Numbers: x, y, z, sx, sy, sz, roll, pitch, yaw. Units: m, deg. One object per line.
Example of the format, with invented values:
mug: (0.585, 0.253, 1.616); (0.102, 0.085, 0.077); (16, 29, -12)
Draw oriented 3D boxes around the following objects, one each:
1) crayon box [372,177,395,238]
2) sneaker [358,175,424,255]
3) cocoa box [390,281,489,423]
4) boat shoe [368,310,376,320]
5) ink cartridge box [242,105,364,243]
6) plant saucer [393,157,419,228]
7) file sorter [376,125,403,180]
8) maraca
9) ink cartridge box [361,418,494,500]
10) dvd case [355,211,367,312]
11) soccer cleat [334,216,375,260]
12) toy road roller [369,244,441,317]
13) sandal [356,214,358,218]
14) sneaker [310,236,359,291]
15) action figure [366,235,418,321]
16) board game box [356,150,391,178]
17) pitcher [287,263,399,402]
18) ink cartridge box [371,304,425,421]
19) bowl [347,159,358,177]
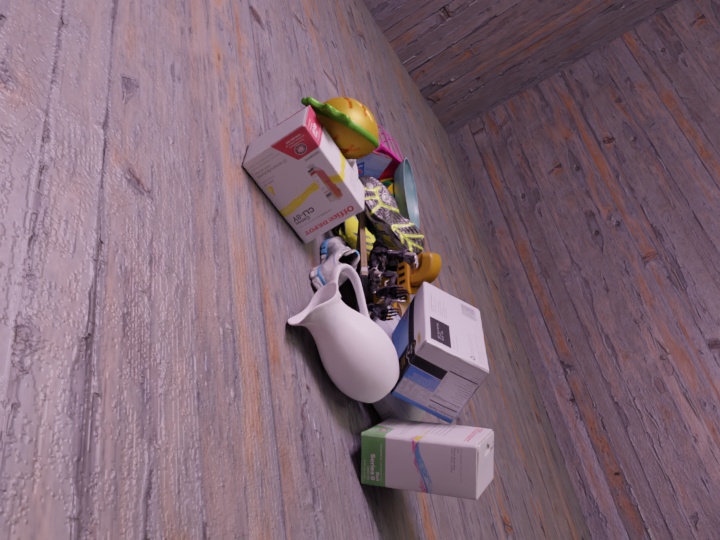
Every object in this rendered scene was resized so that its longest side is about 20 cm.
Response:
crayon box: (0.074, -0.123, 1.582); (0.173, 0.057, 0.206); (-54, 136, -70)
sneaker: (0.047, -0.104, 1.274); (0.075, 0.076, 0.202); (-38, 93, -31)
cocoa box: (0.139, 0.145, 1.120); (0.131, 0.133, 0.201); (26, 27, -9)
boat shoe: (0.076, 0.162, 1.287); (0.204, 0.074, 0.062); (63, -21, -15)
ink cartridge box: (-0.099, -0.172, 1.133); (0.201, 0.143, 0.084); (52, 23, -31)
plant saucer: (0.118, -0.188, 1.596); (0.200, 0.035, 0.206); (-8, 90, -76)
file sorter: (0.020, -0.308, 1.629); (0.199, 0.137, 0.128); (21, 43, -63)
maraca: (-0.035, -0.277, 1.163); (0.135, 0.109, 0.199); (24, 1, 27)
ink cartridge box: (0.114, 0.307, 1.017); (0.145, 0.195, 0.090); (10, 79, -67)
dvd case: (0.000, 0.000, 1.261); (0.203, 0.015, 0.152); (-93, -174, -49)
soccer cleat: (-0.025, -0.086, 1.378); (0.203, 0.064, 0.084); (59, 43, -24)
toy road roller: (0.105, 0.027, 1.366); (0.122, 0.142, 0.207); (4, 83, -67)
sandal: (-0.006, -0.129, 1.479); (0.203, 0.042, 0.076); (60, 20, -14)
sneaker: (-0.035, -0.019, 1.210); (0.076, 0.085, 0.201); (54, 20, -20)
action figure: (0.058, 0.015, 1.233); (0.202, 0.099, 0.121); (-92, -166, -58)
board game box: (0.004, -0.242, 1.466); (0.019, 0.104, 0.199); (42, 18, 17)
pitcher: (-0.011, 0.105, 1.044); (0.201, 0.120, 0.173); (52, 48, -17)
ink cartridge box: (0.066, 0.195, 1.201); (0.199, 0.043, 0.200); (56, 31, -6)
bowl: (-0.071, -0.229, 1.275); (0.199, 0.090, 0.205); (31, 39, -28)
